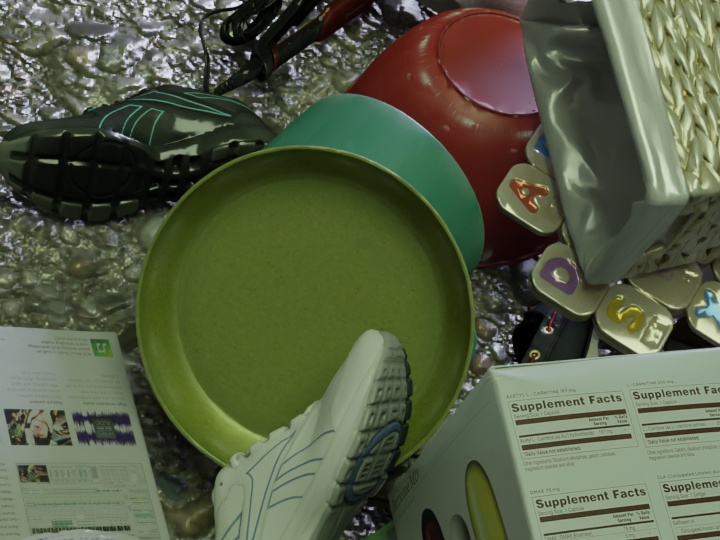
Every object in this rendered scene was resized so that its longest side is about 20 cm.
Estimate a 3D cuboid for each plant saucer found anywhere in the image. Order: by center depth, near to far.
[{"bbox_3d":[-0.032,0.027,0.897,0.199,0.201,0.031,25,11,2],"label":"plant saucer"}]

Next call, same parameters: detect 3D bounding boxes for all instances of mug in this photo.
[{"bbox_3d":[-0.002,-0.009,0.977,0.185,0.152,0.114,38,57,11],"label":"mug"}]

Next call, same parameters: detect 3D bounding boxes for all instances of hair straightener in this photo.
[{"bbox_3d":[-0.064,-0.189,1.148,0.077,0.041,0.200,36,51,10],"label":"hair straightener"}]

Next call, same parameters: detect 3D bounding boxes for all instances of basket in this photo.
[{"bbox_3d":[0.192,-0.110,0.970,0.122,0.136,0.202,-8,69,-13],"label":"basket"}]

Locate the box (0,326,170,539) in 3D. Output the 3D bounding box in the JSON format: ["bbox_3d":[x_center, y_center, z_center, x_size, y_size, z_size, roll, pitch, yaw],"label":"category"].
[{"bbox_3d":[-0.186,0.123,0.876,0.143,0.036,0.201,6,51,-38],"label":"box"}]

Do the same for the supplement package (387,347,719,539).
[{"bbox_3d":[0.124,0.174,0.816,0.146,0.192,0.202,-3,62,-19],"label":"supplement package"}]

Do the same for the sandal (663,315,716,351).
[{"bbox_3d":[0.307,0.080,1.068,0.199,0.081,0.054,27,31,8],"label":"sandal"}]

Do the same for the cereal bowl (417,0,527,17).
[{"bbox_3d":[0.067,-0.248,1.161,0.199,0.200,0.084,34,89,8],"label":"cereal bowl"}]

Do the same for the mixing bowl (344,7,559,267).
[{"bbox_3d":[0.086,-0.116,1.107,0.198,0.109,0.202,8,54,-11],"label":"mixing bowl"}]

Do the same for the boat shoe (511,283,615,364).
[{"bbox_3d":[0.135,0.042,1.032,0.063,0.074,0.202,15,47,9],"label":"boat shoe"}]

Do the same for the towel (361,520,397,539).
[{"bbox_3d":[0.046,0.243,0.893,0.148,0.031,0.201,-24,66,-30],"label":"towel"}]

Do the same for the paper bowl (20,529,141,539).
[{"bbox_3d":[-0.160,0.219,0.751,0.199,0.202,0.104,-19,34,-27],"label":"paper bowl"}]

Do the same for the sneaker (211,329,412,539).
[{"bbox_3d":[-0.038,0.119,0.862,0.087,0.074,0.201,29,93,24],"label":"sneaker"}]

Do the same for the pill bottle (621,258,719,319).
[{"bbox_3d":[0.255,-0.065,1.120,0.112,0.113,0.201,27,53,3],"label":"pill bottle"}]

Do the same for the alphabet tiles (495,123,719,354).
[{"bbox_3d":[0.198,-0.040,1.022,0.195,0.015,0.201,33,67,6],"label":"alphabet tiles"}]

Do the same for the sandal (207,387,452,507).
[{"bbox_3d":[-0.010,0.104,0.955,0.198,0.055,0.082,14,74,-5],"label":"sandal"}]

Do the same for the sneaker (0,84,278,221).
[{"bbox_3d":[-0.150,-0.084,1.046,0.198,0.076,0.080,-1,42,-25],"label":"sneaker"}]
